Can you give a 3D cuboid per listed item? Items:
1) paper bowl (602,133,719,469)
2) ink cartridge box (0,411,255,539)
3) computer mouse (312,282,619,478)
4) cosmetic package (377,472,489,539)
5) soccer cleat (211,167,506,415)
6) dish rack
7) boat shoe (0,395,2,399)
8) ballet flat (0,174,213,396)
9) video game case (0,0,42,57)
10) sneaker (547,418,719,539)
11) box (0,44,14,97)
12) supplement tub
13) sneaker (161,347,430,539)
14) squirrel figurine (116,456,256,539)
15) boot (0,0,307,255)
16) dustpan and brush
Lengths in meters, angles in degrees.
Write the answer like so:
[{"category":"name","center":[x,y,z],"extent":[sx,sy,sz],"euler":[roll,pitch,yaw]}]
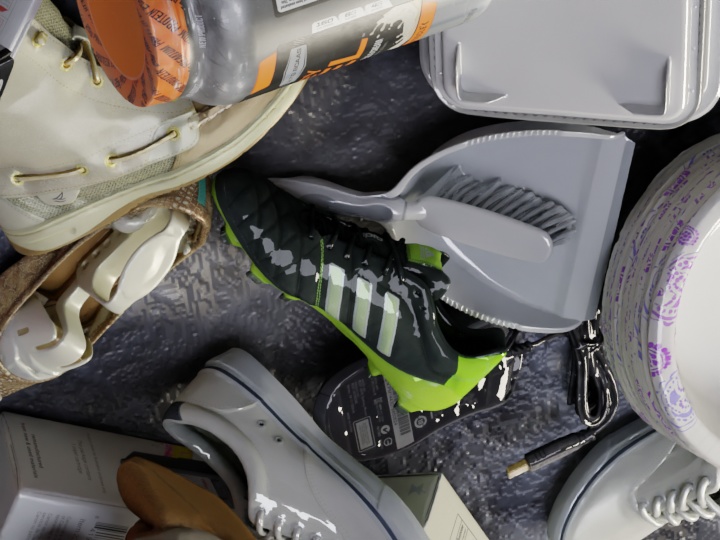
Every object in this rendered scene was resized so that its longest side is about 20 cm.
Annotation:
[{"category":"paper bowl","center":[0.233,0.014,1.600],"extent":[0.200,0.104,0.201],"euler":[-8,109,-25]},{"category":"ink cartridge box","center":[-0.143,0.180,1.632],"extent":[0.200,0.086,0.148],"euler":[13,118,-26]},{"category":"computer mouse","center":[0.063,0.075,1.651],"extent":[0.200,0.046,0.141],"euler":[-26,125,-13]},{"category":"cosmetic package","center":[0.050,0.226,1.699],"extent":[0.071,0.105,0.200],"euler":[-5,135,31]},{"category":"soccer cleat","center":[0.000,0.000,1.532],"extent":[0.081,0.068,0.200],"euler":[-37,116,23]},{"category":"dish rack","center":[0.111,-0.159,1.460],"extent":[0.171,0.044,0.200],"euler":[6,125,12]},{"category":"boat shoe","center":[-0.299,0.097,1.540],"extent":[0.200,0.072,0.060],"euler":[-29,97,18]},{"category":"ballet flat","center":[-0.157,0.012,1.523],"extent":[0.070,0.065,0.200],"euler":[32,110,-33]},{"category":"video game case","center":[-0.248,-0.126,1.383],"extent":[0.143,0.018,0.200],"euler":[32,114,3]},{"category":"sneaker","center":[0.204,0.126,1.701],"extent":[0.200,0.071,0.073],"euler":[-41,125,12]},{"category":"box","center":[-0.290,-0.064,1.322],"extent":[0.198,0.050,0.200],"euler":[30,116,11]},{"category":"supplement tub","center":[-0.038,-0.158,1.379],"extent":[0.200,0.123,0.123],"euler":[-20,129,-22]},{"category":"sneaker","center":[-0.034,0.137,1.581],"extent":[0.071,0.200,0.073],"euler":[-41,166,-24]},{"category":"squirrel figurine","center":[-0.112,0.236,1.546],"extent":[0.200,0.142,0.187],"euler":[25,118,-27]},{"category":"boot","center":[-0.139,-0.111,1.440],"extent":[0.200,0.072,0.155],"euler":[-29,125,8]},{"category":"dustpan and brush","center":[0.044,-0.034,1.554],"extent":[0.200,0.057,0.140],"euler":[15,125,8]}]
